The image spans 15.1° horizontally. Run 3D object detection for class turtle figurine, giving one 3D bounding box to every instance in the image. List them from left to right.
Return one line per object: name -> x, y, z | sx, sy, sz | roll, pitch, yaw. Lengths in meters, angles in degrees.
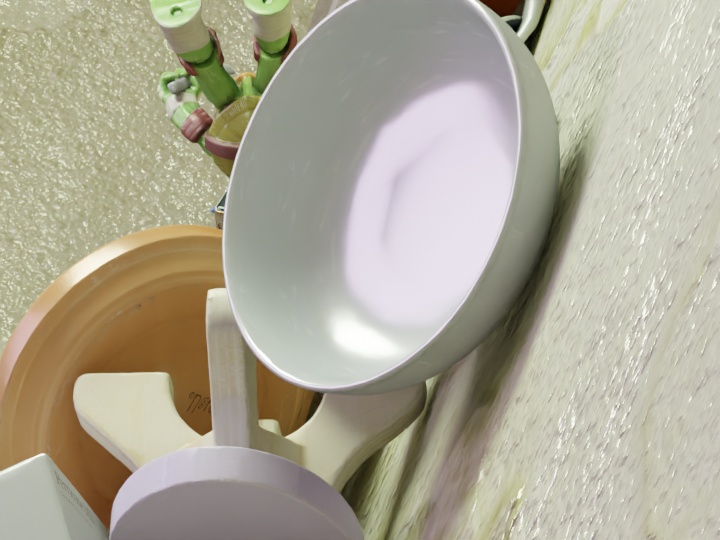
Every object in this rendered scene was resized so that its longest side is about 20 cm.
turtle figurine -> -0.076, -0.151, 1.934 | 0.200, 0.144, 0.194 | -53, -30, -27

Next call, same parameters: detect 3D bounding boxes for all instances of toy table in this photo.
toy table -> -0.058, 0.104, 1.393 | 0.200, 0.183, 0.117 | 102, 171, -57

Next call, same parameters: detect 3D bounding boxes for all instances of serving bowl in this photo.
serving bowl -> 0.024, -0.033, 1.285 | 0.200, 0.066, 0.200 | -21, 61, 42

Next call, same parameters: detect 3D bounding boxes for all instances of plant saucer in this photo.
plant saucer -> -0.109, 0.073, 1.491 | 0.032, 0.200, 0.201 | 36, 109, 48

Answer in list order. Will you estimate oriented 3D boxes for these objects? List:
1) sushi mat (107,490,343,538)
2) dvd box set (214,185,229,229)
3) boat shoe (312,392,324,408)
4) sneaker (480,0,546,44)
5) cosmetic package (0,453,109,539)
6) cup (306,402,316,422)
sushi mat -> -0.077, 0.149, 1.523 | 0.200, 0.012, 0.096 | -21, -39, -44
dvd box set -> -0.052, -0.010, 1.873 | 0.200, 0.029, 0.146 | 86, -155, -44
boat shoe -> 0.000, 0.000, 1.608 | 0.069, 0.074, 0.200 | 125, 164, -47
sneaker -> 0.050, -0.124, 1.543 | 0.079, 0.078, 0.200 | -69, 3, -72
cosmetic package -> -0.148, 0.206, 1.341 | 0.113, 0.081, 0.200 | 65, -175, -63
cup -> -0.103, 0.100, 1.642 | 0.200, 0.200, 0.143 | -81, -29, -63
